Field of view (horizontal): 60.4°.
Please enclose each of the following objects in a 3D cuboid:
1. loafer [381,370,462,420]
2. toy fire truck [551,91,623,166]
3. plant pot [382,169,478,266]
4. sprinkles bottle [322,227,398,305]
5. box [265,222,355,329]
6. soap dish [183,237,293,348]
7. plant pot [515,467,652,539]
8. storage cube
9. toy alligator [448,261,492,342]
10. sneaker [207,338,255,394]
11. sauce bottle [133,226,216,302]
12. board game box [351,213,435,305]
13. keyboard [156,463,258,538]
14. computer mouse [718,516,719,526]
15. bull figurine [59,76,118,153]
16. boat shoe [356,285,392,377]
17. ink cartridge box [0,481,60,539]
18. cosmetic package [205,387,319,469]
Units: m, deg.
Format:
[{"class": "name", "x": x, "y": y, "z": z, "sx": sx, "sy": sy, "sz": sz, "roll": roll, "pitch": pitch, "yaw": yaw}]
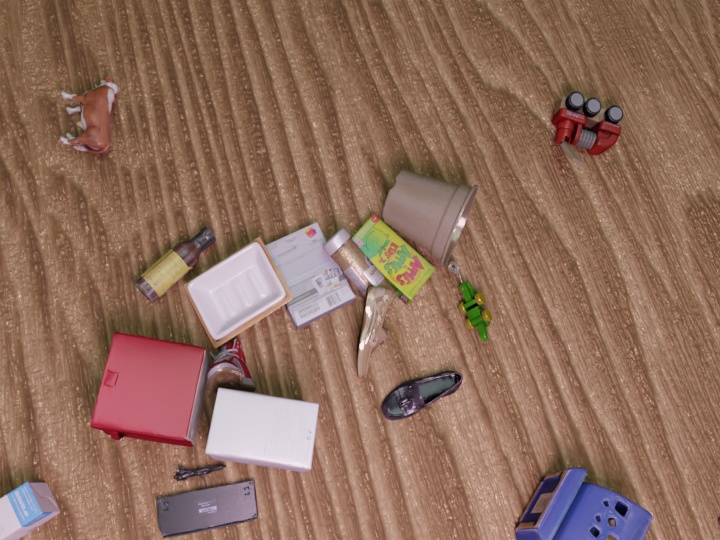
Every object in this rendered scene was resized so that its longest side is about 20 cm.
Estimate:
[{"class": "loafer", "x": 0.138, "y": 0.268, "z": 1.367, "sx": 0.196, "sy": 0.063, "sz": 0.073, "roll": -21, "pitch": 75, "yaw": -16}, {"class": "toy fire truck", "x": 0.596, "y": -0.352, "z": 1.643, "sx": 0.172, "sy": 0.129, "sz": 0.205, "roll": 17, "pitch": 80, "yaw": -4}, {"class": "plant pot", "x": 0.155, "y": -0.141, "z": 1.459, "sx": 0.180, "sy": 0.202, "sz": 0.203, "roll": 25, "pitch": 68, "yaw": 12}, {"class": "sprinkles bottle", "x": 0.000, "y": 0.000, "z": 1.411, "sx": 0.068, "sy": 0.068, "sz": 0.201, "roll": -43, "pitch": 96, "yaw": -21}, {"class": "box", "x": -0.123, "y": 0.011, "z": 1.422, "sx": 0.153, "sy": 0.041, "sz": 0.203, "roll": -25, "pitch": 78, "yaw": -18}, {"class": "soap dish", "x": -0.262, "y": 0.049, "z": 1.343, "sx": 0.197, "sy": 0.081, "sz": 0.159, "roll": -32, "pitch": 78, "yaw": -3}, {"class": "plant pot", "x": 0.439, "y": 0.527, "z": 1.264, "sx": 0.178, "sy": 0.201, "sz": 0.201, "roll": 37, "pitch": 69, "yaw": 10}, {"class": "storage cube", "x": -0.403, "y": 0.238, "z": 1.223, "sx": 0.175, "sy": 0.171, "sz": 0.205, "roll": 11, "pitch": 69, "yaw": -6}, {"class": "toy alligator", "x": 0.266, "y": 0.071, "z": 1.467, "sx": 0.054, "sy": 0.059, "sz": 0.204, "roll": 2, "pitch": 62, "yaw": -54}, {"class": "sneaker", "x": -0.275, "y": 0.188, "z": 1.255, "sx": 0.070, "sy": 0.201, "sz": 0.114, "roll": -24, "pitch": 68, "yaw": -4}, {"class": "sauce bottle", "x": -0.404, "y": -0.017, "z": 1.368, "sx": 0.065, "sy": 0.065, "sz": 0.200, "roll": 44, "pitch": 70, "yaw": 7}, {"class": "board game box", "x": 0.071, "y": -0.027, "z": 1.466, "sx": 0.199, "sy": 0.048, "sz": 0.102, "roll": 42, "pitch": 69, "yaw": 6}, {"class": "keyboard", "x": -0.309, "y": 0.454, "z": 1.247, "sx": 0.194, "sy": 0.021, "sz": 0.131, "roll": -6, "pitch": 78, "yaw": -13}, {"class": "computer mouse", "x": 0.807, "y": 0.657, "z": 1.365, "sx": 0.110, "sy": 0.044, "sz": 0.200, "roll": 43, "pitch": 64, "yaw": 1}, {"class": "bull figurine", "x": -0.633, "y": -0.368, "z": 1.451, "sx": 0.118, "sy": 0.065, "sz": 0.205, "roll": -4, "pitch": 70, "yaw": -7}, {"class": "boat shoe", "x": 0.030, "y": 0.138, "z": 1.360, "sx": 0.063, "sy": 0.071, "sz": 0.206, "roll": 9, "pitch": 95, "yaw": -3}, {"class": "ink cartridge box", "x": -0.668, "y": 0.472, "z": 1.124, "sx": 0.198, "sy": 0.115, "sz": 0.069, "roll": -32, "pitch": 78, "yaw": -19}, {"class": "cosmetic package", "x": -0.191, "y": 0.318, "z": 1.217, "sx": 0.194, "sy": 0.200, "sz": 0.126, "roll": 9, "pitch": 70, "yaw": -7}]
